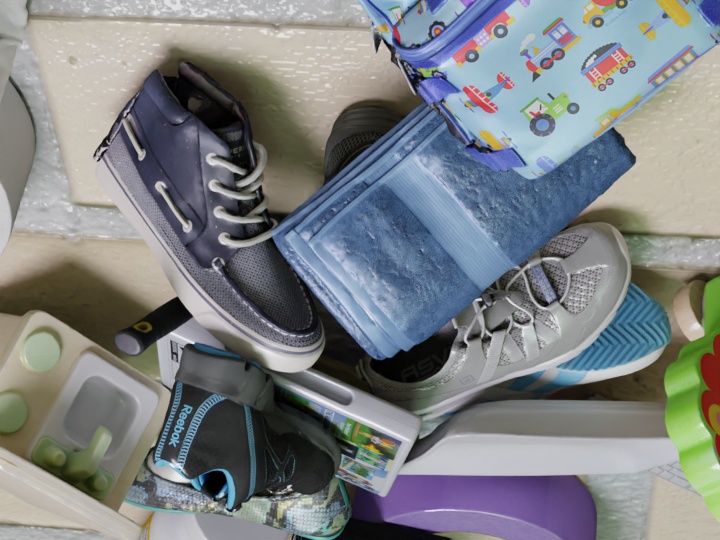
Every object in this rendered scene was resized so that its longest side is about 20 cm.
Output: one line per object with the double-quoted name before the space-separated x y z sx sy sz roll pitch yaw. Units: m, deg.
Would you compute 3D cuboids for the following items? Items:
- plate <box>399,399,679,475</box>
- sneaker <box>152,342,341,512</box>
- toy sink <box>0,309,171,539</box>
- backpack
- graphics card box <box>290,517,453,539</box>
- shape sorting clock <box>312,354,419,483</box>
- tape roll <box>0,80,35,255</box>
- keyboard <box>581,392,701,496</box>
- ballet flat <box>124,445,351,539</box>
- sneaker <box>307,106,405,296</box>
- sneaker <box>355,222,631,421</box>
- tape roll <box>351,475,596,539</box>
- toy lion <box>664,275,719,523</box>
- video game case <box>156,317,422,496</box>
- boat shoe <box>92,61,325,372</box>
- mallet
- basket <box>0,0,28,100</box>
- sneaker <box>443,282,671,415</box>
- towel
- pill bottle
"plate" 0.134 0.119 1.278 0.199 0.032 0.200 1 166 -12
"sneaker" -0.076 0.113 1.145 0.073 0.082 0.200 17 165 28
"toy sink" -0.222 0.102 1.282 0.130 0.112 0.200 34 165 -28
"backpack" 0.071 -0.173 0.906 0.182 0.135 0.200 -34 120 18
"graphics card box" -0.007 0.269 1.450 0.125 0.051 0.200 13 141 -5
"shape sorting clock" -0.052 0.107 1.366 0.199 0.039 0.200 14 146 9
"tape roll" -0.313 -0.075 1.165 0.201 0.071 0.203 5 141 4
"keyboard" 0.238 0.144 1.383 0.199 0.011 0.056 26 138 -20
"ballet flat" -0.101 0.151 1.374 0.199 0.074 0.074 7 143 16
"sneaker" 0.000 0.000 1.167 0.076 0.115 0.200 9 144 2
"sneaker" 0.087 0.036 1.176 0.200 0.075 0.082 -36 156 13
"tape roll" 0.090 0.220 1.461 0.199 0.066 0.201 5 141 4
"toy lion" 0.272 0.100 1.175 0.200 0.192 0.069 33 136 -29
"video game case" -0.053 0.093 1.237 0.182 0.022 0.200 24 162 3
"boat shoe" -0.081 -0.036 1.097 0.200 0.075 0.093 47 130 15
"mallet" -0.090 0.019 1.143 0.066 0.200 0.041 24 115 6
"basket" -0.269 -0.147 0.966 0.160 0.199 0.200 16 142 -6
"sneaker" 0.120 0.054 1.252 0.199 0.077 0.081 -10 154 24
"towel" 0.056 -0.043 1.058 0.200 0.049 0.112 -39 100 7
"pill bottle" -0.133 0.242 1.493 0.112 0.113 0.200 21 140 -15
